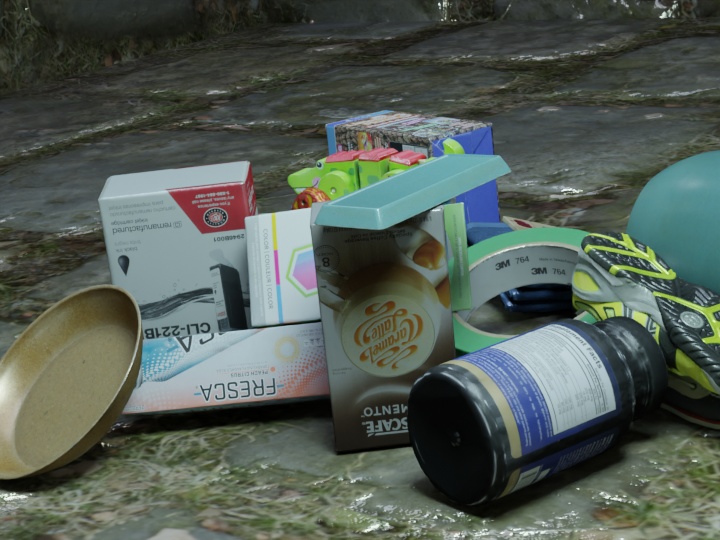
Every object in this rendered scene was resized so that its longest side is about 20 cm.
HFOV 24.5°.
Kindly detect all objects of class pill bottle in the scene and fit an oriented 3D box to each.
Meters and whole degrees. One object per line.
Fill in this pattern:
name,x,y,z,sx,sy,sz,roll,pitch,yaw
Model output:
pill bottle,0.144,0.103,1.305,0.199,0.113,0.112,-17,19,-34

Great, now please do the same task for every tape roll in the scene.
tape roll,0.159,0.035,1.543,0.199,0.048,0.201,-11,34,7

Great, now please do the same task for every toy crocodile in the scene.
toy crocodile,0.016,-0.100,1.690,0.199,0.062,0.067,2,16,34

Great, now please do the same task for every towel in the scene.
towel,0.180,-0.005,1.769,0.111,0.049,0.200,0,16,-13

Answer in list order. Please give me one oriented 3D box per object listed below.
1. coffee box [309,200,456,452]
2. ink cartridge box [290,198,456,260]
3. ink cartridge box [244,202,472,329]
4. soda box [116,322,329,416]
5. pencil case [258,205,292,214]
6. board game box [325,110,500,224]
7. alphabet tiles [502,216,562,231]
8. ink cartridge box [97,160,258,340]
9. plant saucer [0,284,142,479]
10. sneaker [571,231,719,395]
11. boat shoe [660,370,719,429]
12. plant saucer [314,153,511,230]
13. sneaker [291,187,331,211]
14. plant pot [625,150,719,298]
coffee box,0.023,0.042,1.406,0.113,0.202,0.080,-7,16,1
ink cartridge box,0.000,0.000,1.695,0.198,0.130,0.125,-4,15,10
ink cartridge box,-0.003,-0.006,1.521,0.198,0.105,0.059,-7,-11,11
soda box,-0.118,0.091,1.509,0.198,0.069,0.064,-6,-8,3
pencil case,-0.159,-0.024,1.937,0.198,0.089,0.088,-4,16,16
board game box,0.062,-0.095,1.946,0.096,0.161,0.199,-17,19,-34
alphabet tiles,0.255,-0.006,1.710,0.166,0.008,0.200,11,18,-21
ink cartridge box,-0.167,0.007,1.618,0.143,0.202,0.084,-6,19,2
plant saucer,-0.259,0.105,1.461,0.199,0.035,0.201,-26,40,24
sneaker,0.252,0.048,1.370,0.075,0.077,0.200,-11,40,-34
boat shoe,0.284,0.086,1.396,0.071,0.063,0.199,-17,20,-37
plant saucer,0.046,-0.068,1.381,0.070,0.019,0.200,5,20,36
sneaker,-0.001,0.007,1.603,0.077,0.201,0.073,-27,-6,-45
plant pot,0.331,-0.017,1.458,0.160,0.202,0.200,14,26,41
